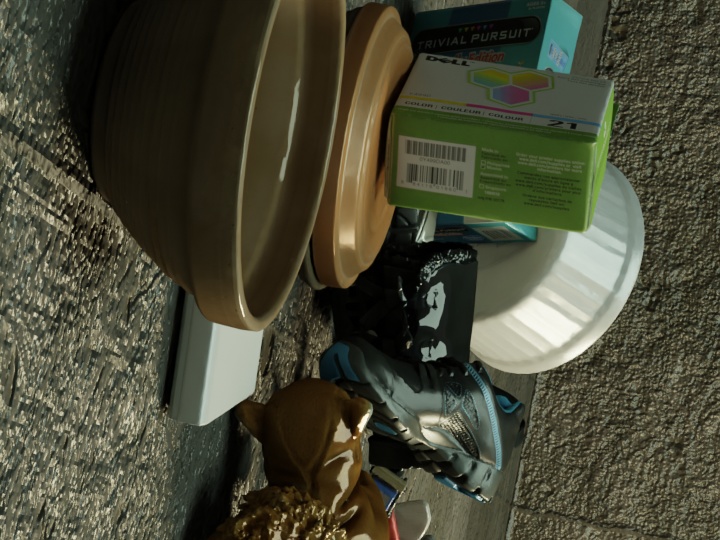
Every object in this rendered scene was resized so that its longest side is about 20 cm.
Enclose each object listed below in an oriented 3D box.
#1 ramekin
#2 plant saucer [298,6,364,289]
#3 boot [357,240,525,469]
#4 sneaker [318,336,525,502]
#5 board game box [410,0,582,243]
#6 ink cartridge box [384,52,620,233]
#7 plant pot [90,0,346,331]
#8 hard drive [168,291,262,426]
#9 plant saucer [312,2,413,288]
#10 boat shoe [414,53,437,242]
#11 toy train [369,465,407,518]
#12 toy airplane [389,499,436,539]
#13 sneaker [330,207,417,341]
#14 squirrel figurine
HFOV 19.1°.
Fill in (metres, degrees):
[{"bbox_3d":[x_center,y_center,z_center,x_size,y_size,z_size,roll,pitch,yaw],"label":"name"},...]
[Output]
[{"bbox_3d":[0.130,-0.024,1.805,0.097,0.199,0.202,30,67,-44],"label":"ramekin"},{"bbox_3d":[-0.023,-0.087,1.513,0.200,0.029,0.202,11,90,-79],"label":"plant saucer"},{"bbox_3d":[0.068,0.059,1.643,0.198,0.073,0.164,-6,100,-55],"label":"boot"},{"bbox_3d":[0.044,0.088,1.530,0.200,0.073,0.082,40,75,-44],"label":"sneaker"},{"bbox_3d":[0.094,-0.123,1.784,0.047,0.150,0.202,29,68,-44],"label":"board game box"},{"bbox_3d":[0.109,-0.116,1.554,0.200,0.146,0.076,-66,162,-56],"label":"ink cartridge box"},{"bbox_3d":[-0.074,-0.078,1.061,0.201,0.092,0.203,12,90,-80],"label":"plant pot"},{"bbox_3d":[-0.075,-0.017,1.302,0.132,0.026,0.202,-28,127,-77],"label":"hard drive"},{"bbox_3d":[0.006,-0.086,1.509,0.200,0.032,0.202,10,90,-79],"label":"plant saucer"},{"bbox_3d":[0.029,-0.077,1.737,0.063,0.070,0.202,22,86,-47],"label":"boat shoe"},{"bbox_3d":[-0.015,0.226,1.699,0.201,0.034,0.046,-61,171,30],"label":"toy train"},{"bbox_3d":[0.047,0.306,1.977,0.200,0.140,0.201,84,20,-56],"label":"toy airplane"},{"bbox_3d":[0.000,0.000,1.670,0.079,0.075,0.202,-130,-141,-66],"label":"sneaker"},{"bbox_3d":[-0.033,0.175,1.440,0.200,0.140,0.189,-58,150,-70],"label":"squirrel figurine"}]
